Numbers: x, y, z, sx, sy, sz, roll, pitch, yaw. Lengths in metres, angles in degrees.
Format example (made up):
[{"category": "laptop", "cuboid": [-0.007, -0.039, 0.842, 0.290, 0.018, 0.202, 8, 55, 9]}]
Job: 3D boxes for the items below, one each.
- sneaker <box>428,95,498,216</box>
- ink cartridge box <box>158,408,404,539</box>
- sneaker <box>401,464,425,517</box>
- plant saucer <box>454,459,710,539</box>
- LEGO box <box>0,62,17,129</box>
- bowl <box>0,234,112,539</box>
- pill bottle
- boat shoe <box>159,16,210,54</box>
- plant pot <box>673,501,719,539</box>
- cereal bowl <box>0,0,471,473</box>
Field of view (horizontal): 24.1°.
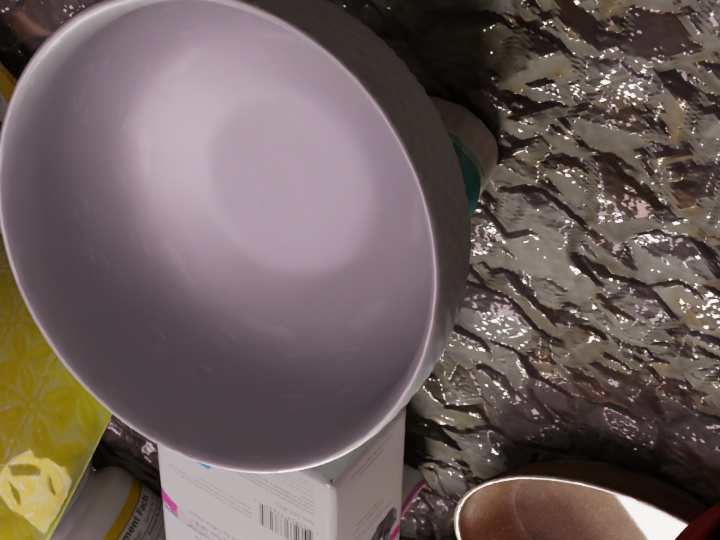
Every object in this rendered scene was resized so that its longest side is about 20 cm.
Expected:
[{"category": "sneaker", "cuboid": [0.000, 0.000, 0.795, 0.071, 0.080, 0.200, 29, 148, 1]}, {"category": "ink cartridge box", "cuboid": [-0.043, 0.137, 0.916, 0.115, 0.068, 0.201, 26, 137, 25]}, {"category": "sneaker", "cuboid": [-0.042, 0.145, 1.045, 0.088, 0.081, 0.200, 41, 142, -5]}, {"category": "plant saucer", "cuboid": [0.150, 0.163, 0.942, 0.200, 0.037, 0.201, 21, 146, 15]}, {"category": "LEGO box", "cuboid": [-0.274, -0.110, 0.858, 0.149, 0.077, 0.200, -4, 133, 51]}, {"category": "bowl", "cuboid": [-0.171, 0.043, 0.836, 0.107, 0.201, 0.200, 26, 149, -8]}, {"category": "pill bottle", "cuboid": [-0.169, 0.212, 1.200, 0.200, 0.115, 0.114, 40, 147, -15]}, {"category": "boat shoe", "cuboid": [-0.057, -0.108, 0.720, 0.069, 0.071, 0.201, -11, 131, 10]}, {"category": "plant pot", "cuboid": [0.233, 0.187, 0.761, 0.201, 0.201, 0.182, 48, 152, -26]}, {"category": "cereal bowl", "cuboid": [-0.043, -0.025, 0.674, 0.199, 0.083, 0.201, 11, 117, 22]}]
